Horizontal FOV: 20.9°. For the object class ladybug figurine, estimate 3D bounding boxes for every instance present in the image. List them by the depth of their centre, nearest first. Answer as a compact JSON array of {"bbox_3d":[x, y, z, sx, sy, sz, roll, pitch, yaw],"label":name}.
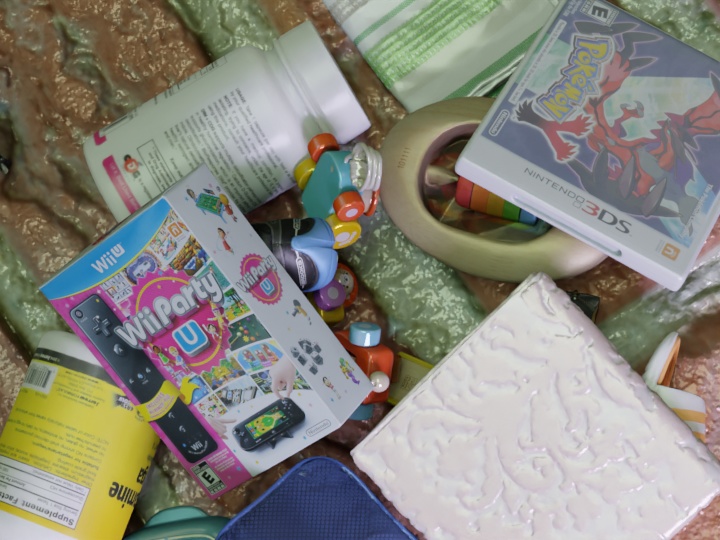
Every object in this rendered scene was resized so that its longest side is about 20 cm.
[{"bbox_3d":[0.109,-0.055,1.465,0.199,0.072,0.136,20,82,15],"label":"ladybug figurine"}]

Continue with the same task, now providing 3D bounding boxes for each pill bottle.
[{"bbox_3d":[-0.220,0.155,1.458,0.112,0.112,0.201,18,80,14],"label":"pill bottle"},{"bbox_3d":[-0.100,-0.100,1.493,0.200,0.113,0.114,-30,74,4],"label":"pill bottle"}]

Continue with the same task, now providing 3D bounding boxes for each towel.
[{"bbox_3d":[0.125,0.135,1.366,0.191,0.032,0.200,-44,84,9],"label":"towel"},{"bbox_3d":[0.056,-0.219,1.533,0.149,0.031,0.200,-38,74,0],"label":"towel"}]

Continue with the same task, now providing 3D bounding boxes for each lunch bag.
[{"bbox_3d":[-0.017,0.252,1.389,0.136,0.132,0.200,-35,73,-28],"label":"lunch bag"}]

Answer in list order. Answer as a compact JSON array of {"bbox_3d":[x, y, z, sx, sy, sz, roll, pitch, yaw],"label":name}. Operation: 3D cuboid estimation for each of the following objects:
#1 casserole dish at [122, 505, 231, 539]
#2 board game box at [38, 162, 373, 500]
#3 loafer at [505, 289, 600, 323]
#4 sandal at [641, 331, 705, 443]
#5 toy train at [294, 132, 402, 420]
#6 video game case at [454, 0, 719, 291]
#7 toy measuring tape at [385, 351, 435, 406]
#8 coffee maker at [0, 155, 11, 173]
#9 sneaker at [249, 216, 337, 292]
[{"bbox_3d":[-0.130,0.274,1.458,0.121,0.039,0.201,-11,77,9],"label":"casserole dish"},{"bbox_3d":[-0.109,0.046,1.379,0.147,0.064,0.200,-33,98,36],"label":"board game box"},{"bbox_3d":[0.154,0.108,1.424,0.072,0.073,0.201,-9,78,4],"label":"loafer"},{"bbox_3d":[0.215,0.149,1.403,0.059,0.079,0.207,15,90,14],"label":"sandal"},{"bbox_3d":[0.000,0.000,1.434,0.055,0.150,0.201,-3,103,-30],"label":"toy train"},{"bbox_3d":[0.191,-0.102,1.429,0.182,0.023,0.200,29,57,7],"label":"video game case"},{"bbox_3d":[0.043,0.091,1.464,0.200,0.074,0.074,21,82,37],"label":"toy measuring tape"},{"bbox_3d":[-0.396,-0.058,1.495,0.134,0.200,0.192,31,85,14],"label":"coffee maker"},{"bbox_3d":[-0.098,0.002,1.451,0.199,0.082,0.071,-25,67,51],"label":"sneaker"}]
